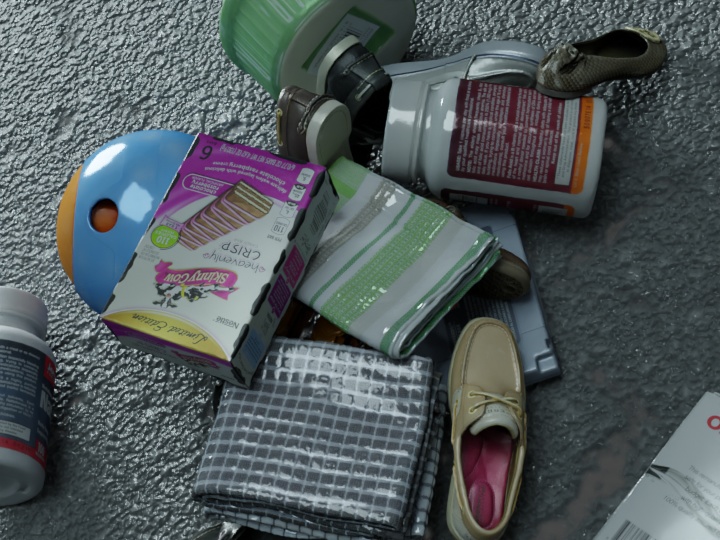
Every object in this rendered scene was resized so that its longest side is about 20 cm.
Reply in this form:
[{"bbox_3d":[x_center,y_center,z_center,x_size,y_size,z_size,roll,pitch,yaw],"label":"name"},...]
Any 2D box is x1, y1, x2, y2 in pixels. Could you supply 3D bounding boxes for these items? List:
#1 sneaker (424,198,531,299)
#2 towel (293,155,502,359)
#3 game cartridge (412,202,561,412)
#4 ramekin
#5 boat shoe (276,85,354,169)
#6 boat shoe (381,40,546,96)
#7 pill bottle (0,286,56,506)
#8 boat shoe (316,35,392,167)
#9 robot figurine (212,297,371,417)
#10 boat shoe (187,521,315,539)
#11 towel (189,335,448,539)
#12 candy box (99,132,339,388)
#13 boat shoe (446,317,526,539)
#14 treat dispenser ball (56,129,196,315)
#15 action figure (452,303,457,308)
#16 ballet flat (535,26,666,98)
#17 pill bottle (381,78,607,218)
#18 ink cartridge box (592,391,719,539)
[{"bbox_3d":[0.077,-0.034,1.350,0.199,0.071,0.076,16,64,30],"label":"sneaker"},{"bbox_3d":[0.008,-0.018,1.294,0.200,0.031,0.149,32,66,34],"label":"towel"},{"bbox_3d":[0.103,0.032,1.363,0.133,0.042,0.201,-22,54,15],"label":"game cartridge"},{"bbox_3d":[-0.038,-0.257,1.507,0.200,0.200,0.098,-38,60,-2],"label":"ramekin"},{"bbox_3d":[-0.048,-0.101,1.407,0.059,0.200,0.072,31,62,20],"label":"boat shoe"},{"bbox_3d":[0.095,-0.173,1.469,0.201,0.075,0.086,-5,58,23],"label":"boat shoe"},{"bbox_3d":[-0.368,0.123,1.457,0.119,0.120,0.201,-12,57,17],"label":"pill bottle"},{"bbox_3d":[-0.003,-0.146,1.425,0.068,0.200,0.072,36,68,16],"label":"boat shoe"},{"bbox_3d":[-0.055,0.081,1.386,0.144,0.058,0.201,14,66,30],"label":"robot figurine"},{"bbox_3d":[-0.080,0.247,1.293,0.199,0.057,0.067,-4,59,21],"label":"boat shoe"},{"bbox_3d":[-0.031,0.145,1.249,0.199,0.086,0.166,6,57,14],"label":"towel"},{"bbox_3d":[-0.122,-0.012,1.278,0.136,0.061,0.201,16,68,21],"label":"candy box"},{"bbox_3d":[0.113,0.135,1.240,0.073,0.069,0.201,4,77,-8],"label":"boat shoe"},{"bbox_3d":[-0.200,-0.038,1.433,0.200,0.201,0.202,-11,56,17],"label":"treat dispenser ball"},{"bbox_3d":[0.000,0.000,1.345,0.199,0.066,0.052,20,55,23],"label":"action figure"},{"bbox_3d":[0.234,-0.208,1.383,0.067,0.047,0.200,24,32,36],"label":"ballet flat"},{"bbox_3d":[0.125,-0.119,1.362,0.199,0.114,0.115,9,62,4],"label":"pill bottle"},{"bbox_3d":[0.280,0.219,1.137,0.144,0.084,0.200,33,78,35],"label":"ink cartridge box"}]
